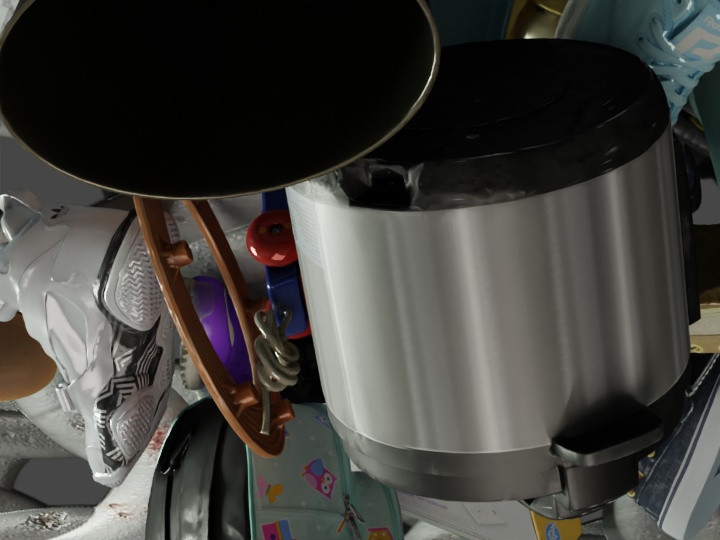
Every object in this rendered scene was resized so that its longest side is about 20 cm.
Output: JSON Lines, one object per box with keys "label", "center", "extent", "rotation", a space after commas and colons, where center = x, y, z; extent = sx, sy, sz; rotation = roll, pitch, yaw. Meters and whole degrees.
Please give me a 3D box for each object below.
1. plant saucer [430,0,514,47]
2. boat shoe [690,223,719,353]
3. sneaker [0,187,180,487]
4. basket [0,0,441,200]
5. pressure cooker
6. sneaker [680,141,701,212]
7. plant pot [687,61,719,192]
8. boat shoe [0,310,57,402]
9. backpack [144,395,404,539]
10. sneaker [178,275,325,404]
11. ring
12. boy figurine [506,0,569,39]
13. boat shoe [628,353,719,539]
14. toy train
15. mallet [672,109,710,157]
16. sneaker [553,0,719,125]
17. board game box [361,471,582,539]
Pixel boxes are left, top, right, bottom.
{"label": "plant saucer", "center": [0.032, -0.103, 0.811], "extent": [0.070, 0.019, 0.200], "rotation": [6, 120, -9]}
{"label": "boat shoe", "center": [0.223, 0.010, 0.946], "extent": [0.199, 0.074, 0.066], "rotation": [0, 152, 16]}
{"label": "sneaker", "center": [-0.178, 0.039, 1.046], "extent": [0.115, 0.075, 0.200], "rotation": [17, 123, 11]}
{"label": "basket", "center": [-0.052, -0.151, 0.691], "extent": [0.180, 0.200, 0.136], "rotation": [-16, 138, 23]}
{"label": "pressure cooker", "center": [0.059, 0.010, 0.760], "extent": [0.178, 0.176, 0.201], "rotation": [0, 114, 21]}
{"label": "sneaker", "center": [0.099, -0.044, 0.933], "extent": [0.200, 0.075, 0.087], "rotation": [6, 158, -37]}
{"label": "plant pot", "center": [0.255, -0.065, 0.821], "extent": [0.200, 0.197, 0.200], "rotation": [0, 145, 0]}
{"label": "boat shoe", "center": [-0.298, 0.042, 1.106], "extent": [0.199, 0.071, 0.070], "rotation": [11, -178, -9]}
{"label": "backpack", "center": [-0.059, 0.180, 1.068], "extent": [0.153, 0.201, 0.176], "rotation": [-1, 158, -29]}
{"label": "sneaker", "center": [-0.065, 0.059, 1.125], "extent": [0.099, 0.070, 0.200], "rotation": [-9, 149, 2]}
{"label": "ring", "center": [-0.079, 0.008, 0.934], "extent": [0.019, 0.201, 0.201], "rotation": [-21, 142, 7]}
{"label": "boy figurine", "center": [0.037, -0.128, 0.848], "extent": [0.199, 0.065, 0.124], "rotation": [10, 135, -10]}
{"label": "boat shoe", "center": [0.212, 0.083, 1.106], "extent": [0.071, 0.091, 0.201], "rotation": [-27, 143, -44]}
{"label": "toy train", "center": [0.000, 0.000, 0.918], "extent": [0.115, 0.200, 0.085], "rotation": [-7, 143, 3]}
{"label": "mallet", "center": [0.209, -0.073, 0.957], "extent": [0.200, 0.066, 0.041], "rotation": [33, 135, -17]}
{"label": "sneaker", "center": [0.143, -0.116, 0.779], "extent": [0.074, 0.082, 0.200], "rotation": [7, 118, -18]}
{"label": "board game box", "center": [0.049, 0.076, 1.034], "extent": [0.153, 0.040, 0.200], "rotation": [15, 132, 42]}
